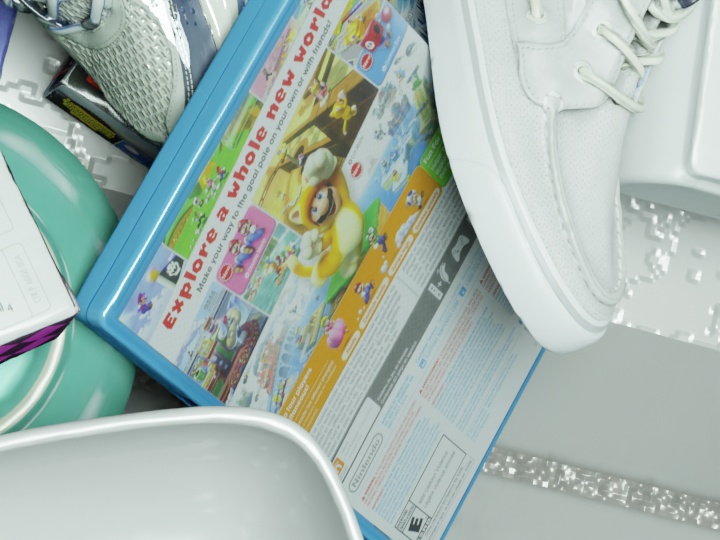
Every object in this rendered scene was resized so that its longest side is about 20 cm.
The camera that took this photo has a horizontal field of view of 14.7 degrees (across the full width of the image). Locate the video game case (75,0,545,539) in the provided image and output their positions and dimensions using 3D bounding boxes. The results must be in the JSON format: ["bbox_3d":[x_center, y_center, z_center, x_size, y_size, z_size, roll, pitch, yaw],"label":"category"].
[{"bbox_3d":[0.000,0.000,0.930,0.200,0.018,0.144,43,72,-47],"label":"video game case"}]

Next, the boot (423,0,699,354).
[{"bbox_3d":[0.077,-0.080,0.917,0.095,0.073,0.201,-18,79,25],"label":"boot"}]

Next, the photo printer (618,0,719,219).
[{"bbox_3d":[0.166,-0.112,1.003,0.166,0.069,0.201,12,82,-35],"label":"photo printer"}]

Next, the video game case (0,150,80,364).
[{"bbox_3d":[-0.207,-0.026,0.795,0.199,0.036,0.182,-25,82,-23],"label":"video game case"}]

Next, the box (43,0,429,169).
[{"bbox_3d":[-0.001,-0.106,0.984,0.137,0.040,0.201,35,77,-13],"label":"box"}]

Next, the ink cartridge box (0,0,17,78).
[{"bbox_3d":[-0.188,-0.181,0.932,0.197,0.047,0.201,15,79,-16],"label":"ink cartridge box"}]

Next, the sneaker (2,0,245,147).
[{"bbox_3d":[-0.115,-0.118,0.880,0.085,0.077,0.200,-35,93,-42],"label":"sneaker"}]

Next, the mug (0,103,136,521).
[{"bbox_3d":[-0.148,0.033,0.889,0.151,0.114,0.186,8,83,-17],"label":"mug"}]

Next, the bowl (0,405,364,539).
[{"bbox_3d":[-0.086,0.146,0.823,0.199,0.075,0.201,-11,89,-6],"label":"bowl"}]
